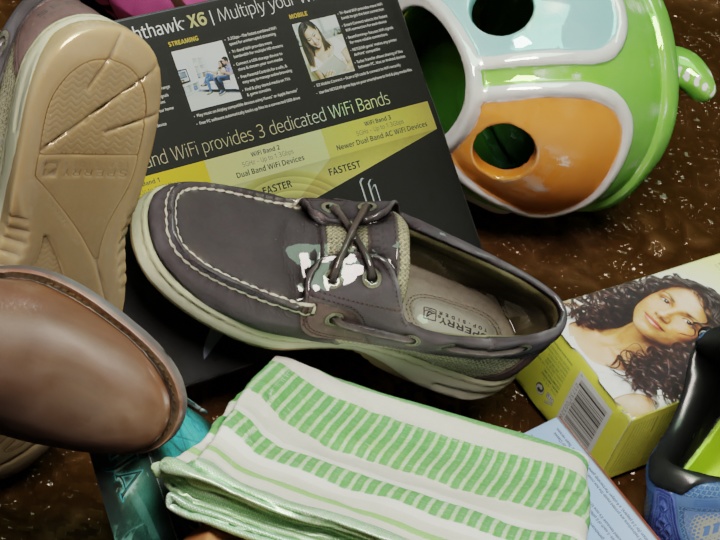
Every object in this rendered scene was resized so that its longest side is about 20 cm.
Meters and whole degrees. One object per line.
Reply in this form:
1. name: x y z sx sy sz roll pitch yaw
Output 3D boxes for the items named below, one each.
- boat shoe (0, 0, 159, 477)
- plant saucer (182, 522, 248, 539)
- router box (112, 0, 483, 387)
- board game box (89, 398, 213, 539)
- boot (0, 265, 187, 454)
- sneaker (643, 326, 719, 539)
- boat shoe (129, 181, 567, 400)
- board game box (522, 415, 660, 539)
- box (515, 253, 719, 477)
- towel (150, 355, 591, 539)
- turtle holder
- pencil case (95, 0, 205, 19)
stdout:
1. boat shoe: -0.132 -0.013 0.818 0.071 0.201 0.065 2 28 -32
2. plant saucer: 0.005 0.168 0.709 0.201 0.032 0.201 53 13 -18
3. router box: -0.052 -0.039 0.927 0.199 0.052 0.158 -17 87 -34
4. board game box: -0.035 0.139 0.762 0.135 0.028 0.201 41 20 -49
5. boot: -0.159 0.054 0.652 0.185 0.065 0.200 20 23 -1
6. sneaker: 0.189 0.052 0.894 0.078 0.090 0.200 19 50 37
7. boat shoe: 0.000 0.000 0.873 0.199 0.065 0.072 22 51 -30
8. board game box: 0.087 0.147 0.823 0.102 0.020 0.200 -23 46 -15
9. box: 0.174 0.034 0.996 0.199 0.050 0.075 -16 54 -34
10. towel: 0.014 0.077 0.778 0.151 0.024 0.200 18 9 5
11. turtle holder: 0.072 -0.116 1.026 0.131 0.141 0.187 -7 80 -38
12. pencil case: -0.093 -0.149 1.051 0.199 0.094 0.091 33 67 15
